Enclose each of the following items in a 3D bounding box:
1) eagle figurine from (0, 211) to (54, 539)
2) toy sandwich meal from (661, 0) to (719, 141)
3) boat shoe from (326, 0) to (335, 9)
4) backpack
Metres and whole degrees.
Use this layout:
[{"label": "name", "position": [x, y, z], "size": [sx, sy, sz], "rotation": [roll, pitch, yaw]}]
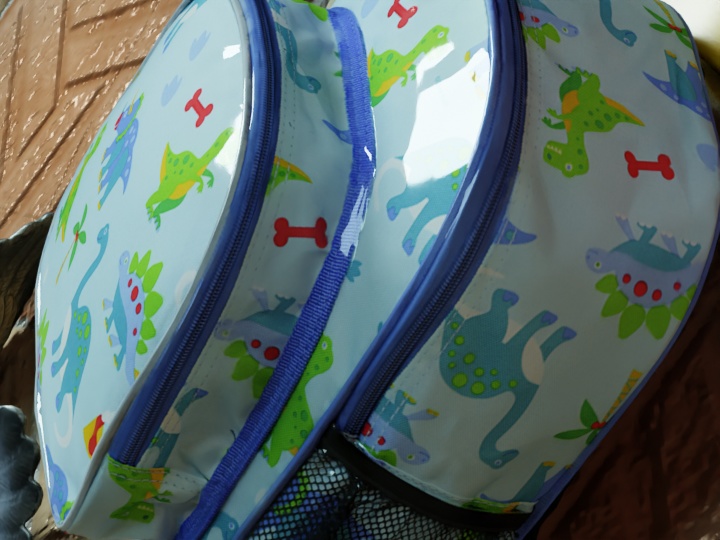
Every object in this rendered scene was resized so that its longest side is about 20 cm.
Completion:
[{"label": "eagle figurine", "position": [-0.197, 0.076, 1.078], "size": [0.200, 0.151, 0.152], "rotation": [-16, 84, 8]}, {"label": "toy sandwich meal", "position": [0.150, -0.116, 0.787], "size": [0.205, 0.070, 0.205], "rotation": [-36, 34, 29]}, {"label": "boat shoe", "position": [0.023, -0.077, 0.920], "size": [0.200, 0.075, 0.068], "rotation": [-35, 27, 53]}, {"label": "backpack", "position": [0.000, 0.000, 0.778], "size": [0.200, 0.147, 0.183], "rotation": [-52, 27, 28]}]
